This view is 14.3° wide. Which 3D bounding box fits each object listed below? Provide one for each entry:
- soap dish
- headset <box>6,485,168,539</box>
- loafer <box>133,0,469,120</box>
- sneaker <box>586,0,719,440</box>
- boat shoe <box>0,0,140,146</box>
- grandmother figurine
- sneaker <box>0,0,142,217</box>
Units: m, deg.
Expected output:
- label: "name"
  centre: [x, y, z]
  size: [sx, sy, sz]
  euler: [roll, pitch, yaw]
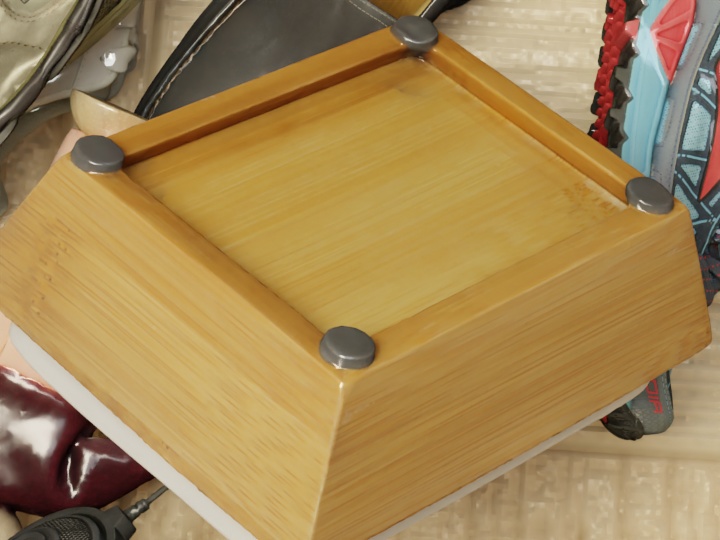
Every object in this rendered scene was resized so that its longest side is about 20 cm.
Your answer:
- label: "soap dish"
  centre: [0.000, 0.000, 0.926]
  size: [0.157, 0.082, 0.200]
  euler: [38, 43, 28]
- label: "headset"
  centre: [-0.071, 0.126, 0.974]
  size: [0.123, 0.094, 0.201]
  euler: [21, 99, -27]
- label: "loafer"
  centre: [-0.010, -0.099, 1.050]
  size: [0.073, 0.072, 0.200]
  euler: [44, 83, 6]
- label: "sneaker"
  centre: [0.129, -0.035, 1.037]
  size: [0.095, 0.079, 0.201]
  euler: [10, 80, -1]
- label: "boat shoe"
  centre: [-0.152, -0.062, 0.983]
  size: [0.073, 0.065, 0.200]
  euler: [42, 96, 4]
- label: "grandmother figurine"
  centre: [-0.115, 0.039, 1.014]
  size: [0.121, 0.061, 0.201]
  euler: [24, 92, 13]
- label: "sneaker"
  centre: [-0.106, -0.108, 1.055]
  size: [0.081, 0.077, 0.200]
  euler: [40, 89, 0]
